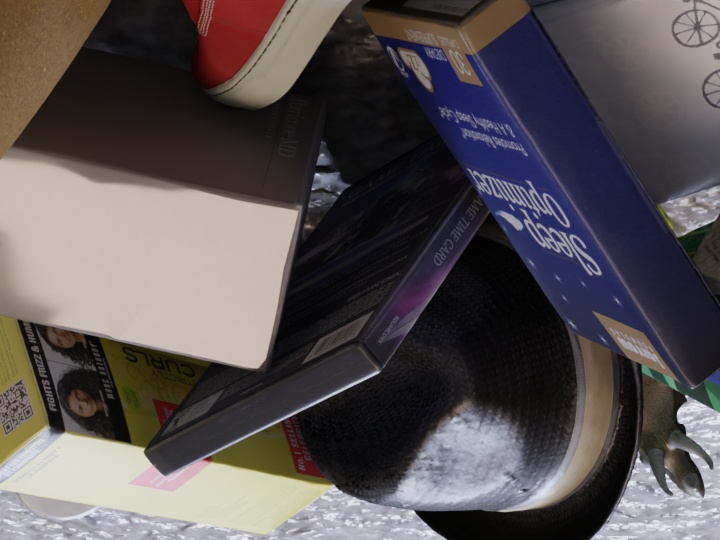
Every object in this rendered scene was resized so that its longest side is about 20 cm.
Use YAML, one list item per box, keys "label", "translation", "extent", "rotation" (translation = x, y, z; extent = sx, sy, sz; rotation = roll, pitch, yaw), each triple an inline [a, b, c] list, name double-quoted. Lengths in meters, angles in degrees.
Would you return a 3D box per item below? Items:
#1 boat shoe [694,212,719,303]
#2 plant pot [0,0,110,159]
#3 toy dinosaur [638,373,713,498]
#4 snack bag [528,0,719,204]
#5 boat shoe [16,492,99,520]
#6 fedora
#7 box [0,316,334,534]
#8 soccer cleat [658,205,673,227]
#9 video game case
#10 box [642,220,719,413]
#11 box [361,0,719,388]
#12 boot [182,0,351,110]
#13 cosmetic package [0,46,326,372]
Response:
- label: "boat shoe"
  translation: [0.199, -0.031, 0.988]
  extent: [0.074, 0.200, 0.062]
  rotation: [-9, 120, 43]
- label: "plant pot"
  translation: [-0.199, -0.068, 0.851]
  extent: [0.185, 0.201, 0.187]
  rotation: [17, 154, 8]
- label: "toy dinosaur"
  translation: [0.093, 0.054, 1.253]
  extent: [0.199, 0.077, 0.102]
  rotation: [18, 175, 12]
- label: "snack bag"
  translation: [0.127, -0.117, 0.914]
  extent: [0.187, 0.021, 0.201]
  rotation: [-16, 125, 25]
- label: "boat shoe"
  translation: [-0.109, 0.025, 1.181]
  extent: [0.073, 0.068, 0.200]
  rotation: [19, 111, -19]
- label: "fedora"
  translation: [0.033, 0.052, 1.098]
  extent: [0.091, 0.202, 0.200]
  rotation: [-13, 164, -35]
- label: "box"
  translation: [-0.096, 0.066, 1.089]
  extent: [0.050, 0.076, 0.200]
  rotation: [-35, 150, 24]
- label: "soccer cleat"
  translation: [0.112, -0.026, 1.144]
  extent: [0.083, 0.065, 0.201]
  rotation: [-20, 154, -18]
- label: "video game case"
  translation: [0.000, 0.000, 1.053]
  extent: [0.143, 0.200, 0.019]
  rotation: [-28, 107, 43]
- label: "box"
  translation: [0.197, 0.013, 1.044]
  extent: [0.144, 0.037, 0.200]
  rotation: [-24, -162, -15]
- label: "box"
  translation: [0.081, -0.024, 0.946]
  extent: [0.200, 0.032, 0.121]
  rotation: [54, 172, -17]
- label: "boot"
  translation: [-0.069, -0.136, 0.927]
  extent: [0.143, 0.073, 0.200]
  rotation: [24, 158, -8]
- label: "cosmetic package"
  translation: [-0.119, -0.035, 1.008]
  extent: [0.198, 0.107, 0.091]
  rotation: [9, 119, -2]
